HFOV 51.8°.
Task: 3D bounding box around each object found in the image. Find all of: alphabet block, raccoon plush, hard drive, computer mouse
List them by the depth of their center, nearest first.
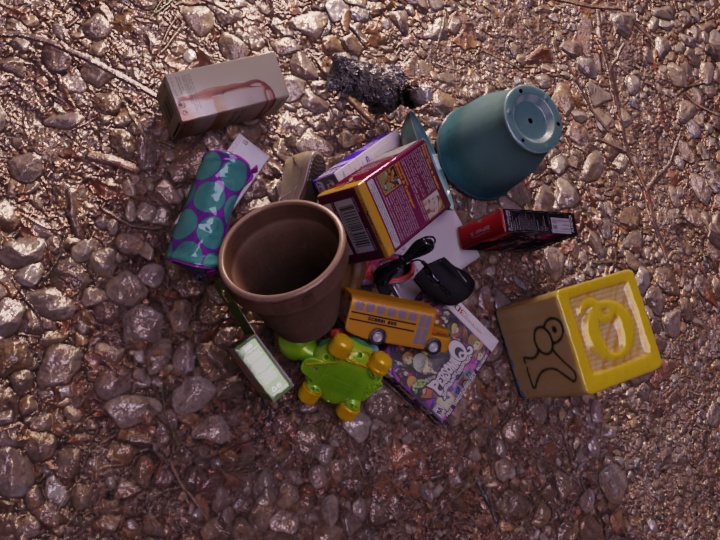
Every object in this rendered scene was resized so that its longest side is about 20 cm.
[{"bbox_3d":[0.114,0.031,1.295,0.200,0.140,0.046,40,24,-45],"label":"computer mouse"},{"bbox_3d":[0.027,-0.354,1.356,0.133,0.199,0.098,13,84,-35],"label":"raccoon plush"},{"bbox_3d":[0.408,0.125,1.409,0.195,0.200,0.197,-16,86,-25],"label":"alphabet block"},{"bbox_3d":[0.121,-0.034,1.414,0.199,0.026,0.133,-32,93,-26],"label":"hard drive"}]

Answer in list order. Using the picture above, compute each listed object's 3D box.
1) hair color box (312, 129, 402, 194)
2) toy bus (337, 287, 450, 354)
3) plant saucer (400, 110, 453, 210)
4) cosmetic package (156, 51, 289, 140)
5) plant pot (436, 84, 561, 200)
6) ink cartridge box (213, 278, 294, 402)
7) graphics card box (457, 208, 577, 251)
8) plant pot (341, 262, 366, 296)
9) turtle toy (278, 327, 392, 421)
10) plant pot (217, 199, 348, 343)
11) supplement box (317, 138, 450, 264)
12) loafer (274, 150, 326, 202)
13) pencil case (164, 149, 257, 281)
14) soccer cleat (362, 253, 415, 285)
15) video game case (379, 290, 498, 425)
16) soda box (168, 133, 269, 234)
[{"bbox_3d":[0.015,-0.162,1.337,0.200,0.065,0.110,-41,111,-42],"label":"hair color box"},{"bbox_3d":[0.060,0.088,1.272,0.198,0.065,0.079,11,98,-21],"label":"toy bus"},{"bbox_3d":[0.120,-0.198,1.386,0.036,0.200,0.201,-23,88,15],"label":"plant saucer"},{"bbox_3d":[-0.236,-0.299,1.275,0.199,0.103,0.088,-21,90,-24],"label":"cosmetic package"},{"bbox_3d":[0.278,-0.260,1.436,0.198,0.188,0.202,6,75,-23],"label":"plant pot"},{"bbox_3d":[-0.189,0.113,1.183,0.048,0.145,0.201,-37,94,-16],"label":"ink cartridge box"},{"bbox_3d":[0.304,-0.076,1.431,0.199,0.125,0.051,-1,76,-34],"label":"graphics card box"},{"bbox_3d":[-0.088,-0.008,1.261,0.198,0.028,0.202,-1,106,-4],"label":"plant pot"},{"bbox_3d":[-0.048,0.153,1.253,0.199,0.101,0.146,27,114,-17],"label":"turtle toy"},{"bbox_3d":[-0.103,0.020,1.157,0.198,0.175,0.201,-7,48,8],"label":"plant pot"},{"bbox_3d":[0.043,-0.117,1.241,0.200,0.103,0.132,-38,109,-41],"label":"supplement box"},{"bbox_3d":[-0.118,-0.115,1.306,0.076,0.068,0.202,26,81,-57],"label":"loafer"},{"bbox_3d":[-0.234,-0.089,1.171,0.092,0.085,0.202,16,73,-3],"label":"pencil case"},{"bbox_3d":[0.000,0.000,1.313,0.198,0.076,0.067,-3,84,-12],"label":"soccer cleat"},{"bbox_3d":[0.140,0.149,1.367,0.181,0.036,0.200,44,69,-15],"label":"video game case"},{"bbox_3d":[-0.238,-0.130,1.259,0.068,0.064,0.201,36,68,-13],"label":"soda box"}]
